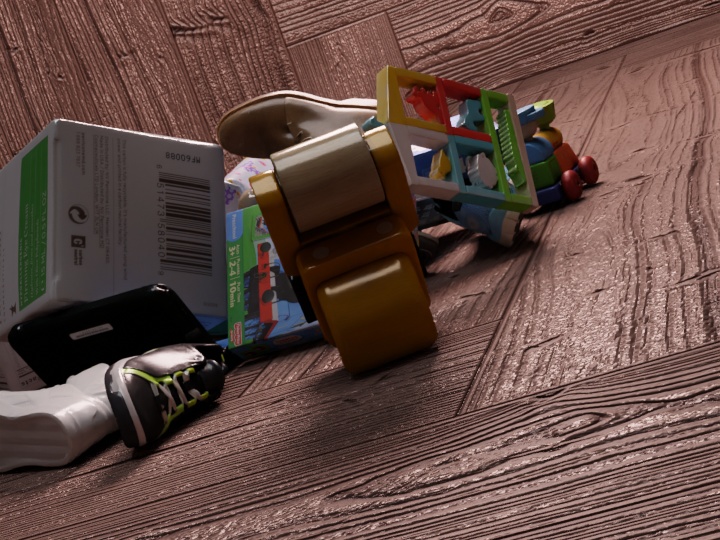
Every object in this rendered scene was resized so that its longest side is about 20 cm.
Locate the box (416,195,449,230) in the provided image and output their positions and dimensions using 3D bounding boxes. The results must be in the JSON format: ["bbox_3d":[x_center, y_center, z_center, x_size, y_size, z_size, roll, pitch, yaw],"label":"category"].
[{"bbox_3d":[0.028,-0.104,1.793,0.159,0.046,0.200,31,26,25],"label":"box"}]

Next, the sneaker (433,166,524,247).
[{"bbox_3d":[0.122,-0.083,1.677,0.090,0.078,0.200,19,6,-7],"label":"sneaker"}]

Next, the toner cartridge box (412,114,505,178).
[{"bbox_3d":[0.048,-0.112,1.651,0.200,0.043,0.095,-19,19,-9],"label":"toner cartridge box"}]

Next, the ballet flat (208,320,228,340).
[{"bbox_3d":[-0.109,0.037,1.682,0.200,0.071,0.065,-8,-9,38],"label":"ballet flat"}]

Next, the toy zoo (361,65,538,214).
[{"bbox_3d":[0.085,-0.129,1.538,0.200,0.131,0.020,8,-29,-37],"label":"toy zoo"}]

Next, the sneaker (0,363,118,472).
[{"bbox_3d":[-0.289,0.134,1.457,0.200,0.074,0.116,1,19,41],"label":"sneaker"}]

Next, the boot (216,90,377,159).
[{"bbox_3d":[-0.059,-0.138,1.623,0.200,0.074,0.075,-1,34,13],"label":"boot"}]

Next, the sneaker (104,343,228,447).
[{"bbox_3d":[-0.164,0.096,1.384,0.083,0.072,0.200,-17,10,10],"label":"sneaker"}]

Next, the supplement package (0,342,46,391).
[{"bbox_3d":[-0.409,0.038,1.841,0.114,0.200,0.110,-24,11,-27],"label":"supplement package"}]

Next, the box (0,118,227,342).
[{"bbox_3d":[-0.263,-0.028,1.646,0.200,0.199,0.171,8,-20,-31],"label":"box"}]

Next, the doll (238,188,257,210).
[{"bbox_3d":[-0.056,-0.036,1.626,0.136,0.049,0.200,-21,36,-37],"label":"doll"}]

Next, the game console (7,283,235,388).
[{"bbox_3d":[-0.219,0.062,1.583,0.200,0.176,0.116,-16,38,26],"label":"game console"}]

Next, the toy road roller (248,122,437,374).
[{"bbox_3d":[-0.002,-0.008,1.318,0.123,0.200,0.146,-22,45,-3],"label":"toy road roller"}]

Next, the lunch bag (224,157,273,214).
[{"bbox_3d":[-0.150,-0.022,1.855,0.200,0.127,0.170,-52,2,19],"label":"lunch bag"}]

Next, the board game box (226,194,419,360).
[{"bbox_3d":[-0.038,-0.009,1.521,0.200,0.151,0.037,-16,-28,24],"label":"board game box"}]

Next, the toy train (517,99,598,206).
[{"bbox_3d":[0.223,-0.147,1.825,0.085,0.116,0.200,-15,11,28],"label":"toy train"}]

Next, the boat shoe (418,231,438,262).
[{"bbox_3d":[0.000,0.000,1.682,0.200,0.057,0.067,-9,-24,38],"label":"boat shoe"}]
